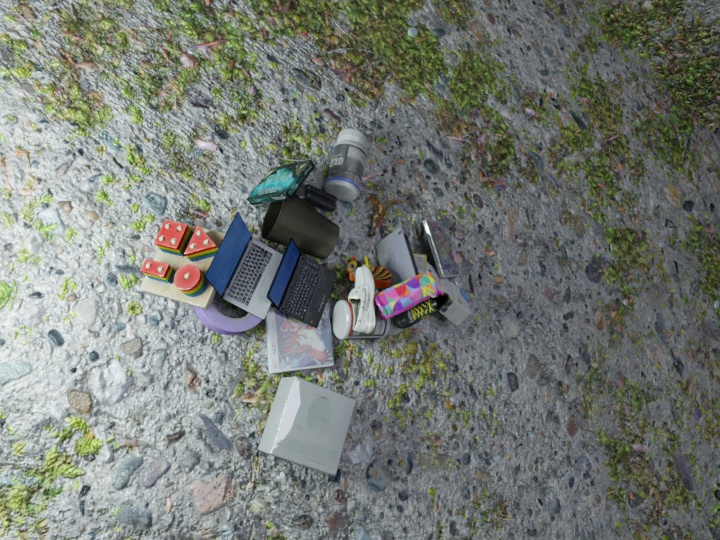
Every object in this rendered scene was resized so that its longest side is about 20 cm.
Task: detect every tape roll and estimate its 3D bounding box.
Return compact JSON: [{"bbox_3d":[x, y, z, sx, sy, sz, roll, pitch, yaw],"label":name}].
[{"bbox_3d":[-0.346,0.068,1.399,0.196,0.085,0.205,7,76,-27],"label":"tape roll"}]

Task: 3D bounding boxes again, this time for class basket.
[{"bbox_3d":[-0.170,-0.123,1.511,0.198,0.136,0.183,27,40,-25],"label":"basket"}]

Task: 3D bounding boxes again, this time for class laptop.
[{"bbox_3d":[-0.157,0.039,1.447,0.198,0.103,0.180,28,71,-21],"label":"laptop"},{"bbox_3d":[-0.282,-0.007,1.336,0.198,0.115,0.190,30,67,-19],"label":"laptop"}]

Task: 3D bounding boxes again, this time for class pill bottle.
[{"bbox_3d":[-0.043,-0.334,1.639,0.112,0.113,0.204,19,70,-23],"label":"pill bottle"},{"bbox_3d":[0.023,0.148,1.561,0.196,0.115,0.119,3,77,-28],"label":"pill bottle"}]

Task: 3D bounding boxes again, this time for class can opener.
[{"bbox_3d":[-0.165,-0.229,1.591,0.197,0.066,0.054,21,57,-35],"label":"can opener"}]

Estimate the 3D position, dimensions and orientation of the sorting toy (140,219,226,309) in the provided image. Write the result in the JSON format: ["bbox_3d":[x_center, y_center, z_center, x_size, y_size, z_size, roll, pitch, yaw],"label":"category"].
[{"bbox_3d":[-0.444,-0.028,1.317,0.195,0.070,0.203,13,68,14],"label":"sorting toy"}]

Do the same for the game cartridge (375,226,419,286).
[{"bbox_3d":[0.118,-0.018,1.625,0.038,0.129,0.204,3,63,-40],"label":"game cartridge"}]

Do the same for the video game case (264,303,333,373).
[{"bbox_3d":[-0.176,0.193,1.497,0.196,0.023,0.187,-1,79,-29],"label":"video game case"}]

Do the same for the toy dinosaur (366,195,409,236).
[{"bbox_3d":[0.069,-0.201,1.712,0.201,0.060,0.107,-52,128,-22],"label":"toy dinosaur"}]

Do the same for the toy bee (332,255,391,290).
[{"bbox_3d":[0.000,0.000,1.590,0.196,0.132,0.110,16,46,-13],"label":"toy bee"}]

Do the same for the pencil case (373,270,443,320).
[{"bbox_3d":[0.134,0.072,1.492,0.197,0.088,0.090,-24,89,-5],"label":"pencil case"}]

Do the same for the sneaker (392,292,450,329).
[{"bbox_3d":[0.182,0.107,1.541,0.198,0.084,0.076,-28,90,-27],"label":"sneaker"}]

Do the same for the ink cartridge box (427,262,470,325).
[{"bbox_3d":[0.265,0.074,1.707,0.199,0.068,0.116,39,25,-15],"label":"ink cartridge box"}]

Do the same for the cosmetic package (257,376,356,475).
[{"bbox_3d":[-0.143,0.419,1.404,0.197,0.122,0.204,26,66,-21],"label":"cosmetic package"}]

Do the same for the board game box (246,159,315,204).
[{"bbox_3d":[-0.228,-0.249,1.472,0.028,0.198,0.136,49,59,-33],"label":"board game box"}]

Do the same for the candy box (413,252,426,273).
[{"bbox_3d":[0.161,0.058,1.654,0.055,0.116,0.205,6,75,-22],"label":"candy box"}]

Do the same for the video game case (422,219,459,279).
[{"bbox_3d":[0.274,-0.072,1.758,0.142,0.018,0.204,-2,73,-59],"label":"video game case"}]

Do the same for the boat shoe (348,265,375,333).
[{"bbox_3d":[-0.001,0.077,1.469,0.068,0.071,0.204,7,61,-23],"label":"boat shoe"}]
